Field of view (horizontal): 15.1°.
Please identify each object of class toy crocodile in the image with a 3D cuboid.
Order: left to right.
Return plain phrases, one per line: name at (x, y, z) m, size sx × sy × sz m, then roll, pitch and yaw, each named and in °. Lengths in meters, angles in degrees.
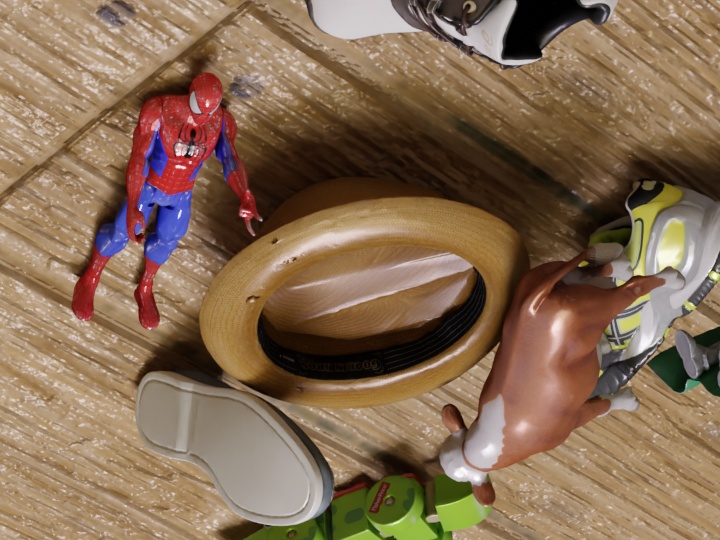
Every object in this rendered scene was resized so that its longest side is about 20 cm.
toy crocodile at (-0.004, 0.175, 1.853) m, size 0.200 × 0.062 × 0.068 m, roll -20°, pitch 139°, yaw 18°

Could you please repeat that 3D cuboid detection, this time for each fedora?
fedora at (0.000, 0.000, 1.626) m, size 0.200 × 0.082 × 0.201 m, roll -7°, pitch 140°, yaw -6°

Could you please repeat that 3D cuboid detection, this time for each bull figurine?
bull figurine at (0.116, 0.060, 1.629) m, size 0.121 × 0.065 × 0.200 m, roll -23°, pitch 152°, yaw -30°

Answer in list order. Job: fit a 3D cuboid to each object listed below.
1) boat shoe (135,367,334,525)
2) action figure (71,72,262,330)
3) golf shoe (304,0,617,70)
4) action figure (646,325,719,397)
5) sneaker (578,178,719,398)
boat shoe at (-0.066, 0.104, 1.673) m, size 0.062 × 0.200 × 0.073 m, roll 1°, pitch 102°, yaw -36°
action figure at (-0.112, -0.024, 1.568) m, size 0.065 × 0.099 × 0.200 m, roll 7°, pitch 134°, yaw -20°
golf shoe at (0.052, -0.148, 1.440) m, size 0.200 × 0.095 × 0.078 m, roll -16°, pitch 144°, yaw 32°
action figure at (0.290, 0.027, 1.703) m, size 0.200 × 0.118 × 0.055 m, roll -22°, pitch 117°, yaw -31°
sneaker at (0.167, 0.010, 1.699) m, size 0.076 × 0.075 × 0.200 m, roll 34°, pitch 134°, yaw 0°
